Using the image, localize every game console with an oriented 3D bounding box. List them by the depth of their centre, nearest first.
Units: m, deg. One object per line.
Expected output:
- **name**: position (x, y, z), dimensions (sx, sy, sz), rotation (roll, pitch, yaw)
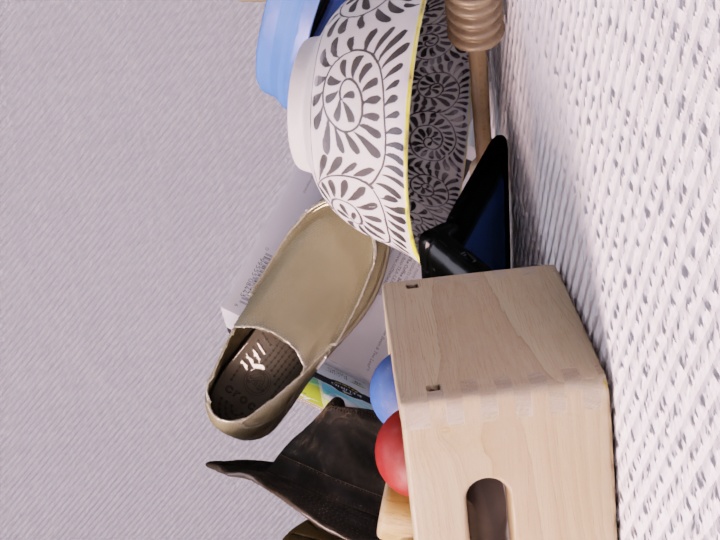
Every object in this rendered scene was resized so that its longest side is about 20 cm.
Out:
- **game console**: position (0.105, 0.045, 1.060), dimensions (0.176, 0.116, 0.200), rotation (41, 149, 42)

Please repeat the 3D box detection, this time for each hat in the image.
- **hat**: position (-0.001, 0.134, 1.124), dimensions (0.201, 0.200, 0.081), rotation (137, 155, -89)

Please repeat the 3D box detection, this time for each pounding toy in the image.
- **pounding toy**: position (0.054, 0.128, 0.858), dimensions (0.184, 0.142, 0.200), rotation (-97, 1, -69)

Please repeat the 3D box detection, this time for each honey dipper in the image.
- **honey dipper**: position (0.081, -0.122, 1.072), dimensions (0.200, 0.038, 0.038), rotation (77, -175, -55)

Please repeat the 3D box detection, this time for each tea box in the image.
- **tea box**: position (0.000, 0.000, 1.270), dimensions (0.200, 0.133, 0.197), rotation (-62, -10, -16)

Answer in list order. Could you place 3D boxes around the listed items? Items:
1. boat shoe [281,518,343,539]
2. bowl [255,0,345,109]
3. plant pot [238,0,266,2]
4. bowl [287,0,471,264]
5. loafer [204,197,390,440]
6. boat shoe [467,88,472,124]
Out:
- **boat shoe**: position (0.036, 0.204, 1.277), dimensions (0.073, 0.200, 0.065), rotation (-101, -11, -58)
- **bowl**: position (-0.020, -0.207, 1.144), dimensions (0.201, 0.039, 0.201), rotation (22, -90, -83)
- **plant pot**: position (-0.019, -0.291, 1.303), dimensions (0.200, 0.183, 0.201), rotation (173, 90, -89)
- **bowl**: position (0.009, -0.106, 1.055), dimensions (0.201, 0.094, 0.201), rotation (6, -90, -76)
- **loafer**: position (-0.044, 0.035, 1.115), dimensions (0.200, 0.076, 0.068), rotation (-61, -6, 8)
- **boat shoe**: position (0.051, -0.184, 1.178), dimensions (0.068, 0.072, 0.200), rotation (-103, 10, -87)
